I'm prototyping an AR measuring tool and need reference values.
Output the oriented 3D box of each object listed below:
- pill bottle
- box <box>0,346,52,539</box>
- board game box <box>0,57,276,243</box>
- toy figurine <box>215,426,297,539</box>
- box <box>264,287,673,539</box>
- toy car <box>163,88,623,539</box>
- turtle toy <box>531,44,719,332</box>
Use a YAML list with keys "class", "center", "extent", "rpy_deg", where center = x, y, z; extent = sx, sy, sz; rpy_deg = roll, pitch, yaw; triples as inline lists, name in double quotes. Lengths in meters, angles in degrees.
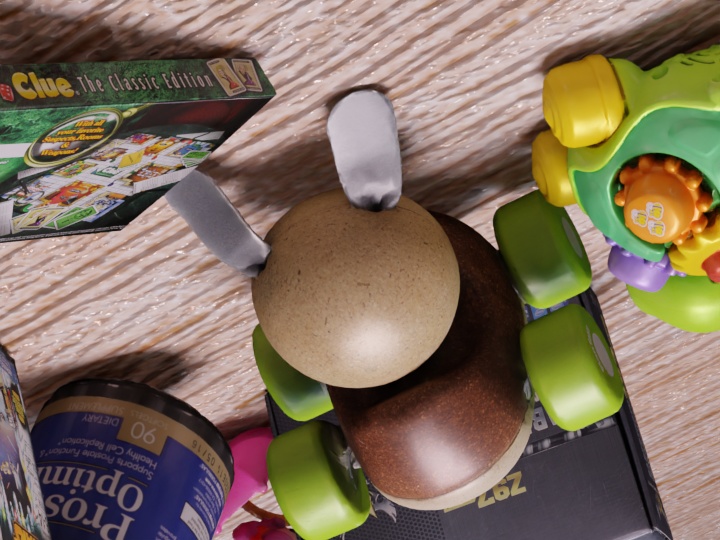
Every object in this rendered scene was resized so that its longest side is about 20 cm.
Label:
- class: "pill bottle"
  center: [-0.144, 0.164, 1.234]
  extent: [0.112, 0.200, 0.112]
  rpy_deg: [12, 144, 9]
- class: "box"
  center: [-0.185, 0.081, 1.088]
  extent: [0.040, 0.137, 0.200]
  rpy_deg: [-15, 162, 2]
- class: "board game box"
  center: [-0.129, -0.042, 0.902]
  extent: [0.105, 0.024, 0.200]
  rpy_deg: [-35, 164, 33]
- class: "toy figurine"
  center: [-0.026, 0.171, 1.450]
  extent: [0.184, 0.200, 0.150]
  rpy_deg: [16, 132, -37]
- class: "box"
  center: [0.058, 0.111, 1.347]
  extent: [0.200, 0.158, 0.051]
  rpy_deg: [-21, 156, 14]
- class: "toy car"
  center: [0.000, 0.000, 1.094]
  extent: [0.164, 0.158, 0.200]
  rpy_deg: [-25, 131, 14]
- class: "turtle toy"
  center: [0.158, -0.038, 1.099]
  extent: [0.145, 0.101, 0.200]
  rpy_deg: [-15, 161, -5]
